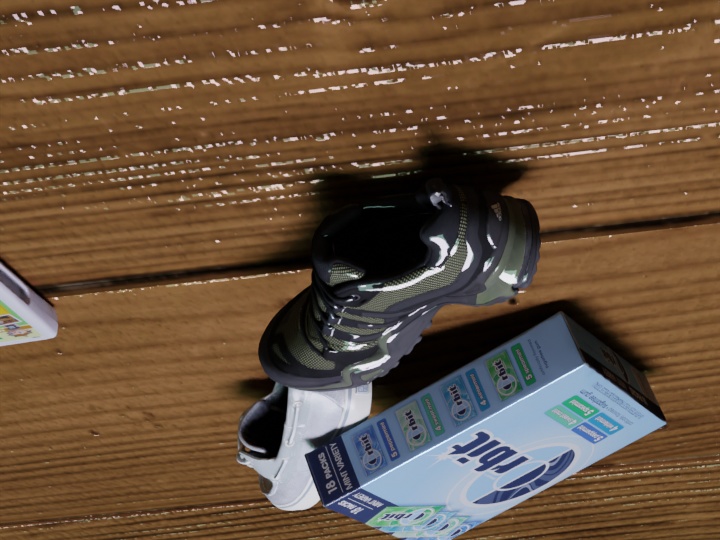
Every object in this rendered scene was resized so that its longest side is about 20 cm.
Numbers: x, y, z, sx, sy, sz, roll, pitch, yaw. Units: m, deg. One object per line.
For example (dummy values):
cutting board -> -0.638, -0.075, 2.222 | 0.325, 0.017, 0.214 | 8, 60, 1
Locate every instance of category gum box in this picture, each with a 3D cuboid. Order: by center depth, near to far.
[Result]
gum box -> 0.088, 0.113, 1.396 | 0.199, 0.045, 0.170 | -31, 152, 15

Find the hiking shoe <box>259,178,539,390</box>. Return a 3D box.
hiking shoe -> 0.000, 0.000, 1.148 | 0.100, 0.076, 0.200 | 26, 135, -37

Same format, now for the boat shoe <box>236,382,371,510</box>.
boat shoe -> -0.050, 0.106, 1.417 | 0.071, 0.070, 0.201 | 4, 151, -16

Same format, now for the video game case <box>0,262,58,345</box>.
video game case -> -0.303, 0.015, 1.212 | 0.199, 0.022, 0.182 | -9, 157, 12
